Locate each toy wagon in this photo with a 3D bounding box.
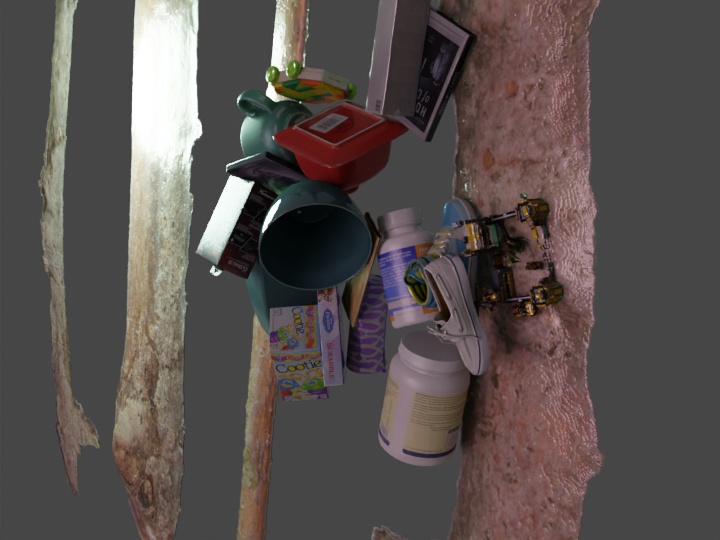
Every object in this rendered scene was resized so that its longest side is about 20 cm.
[{"bbox_3d":[-0.110,-0.363,1.487,0.199,0.154,0.040,4,85,48],"label":"toy wagon"}]

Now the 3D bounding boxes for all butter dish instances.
[{"bbox_3d":[-0.032,-0.214,1.431,0.199,0.199,0.149,32,143,39],"label":"butter dish"}]

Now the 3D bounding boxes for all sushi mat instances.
[{"bbox_3d":[0.000,0.000,1.395,0.096,0.012,0.202,-115,34,-51],"label":"sushi mat"}]

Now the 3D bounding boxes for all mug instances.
[{"bbox_3d":[-0.164,-0.275,1.543,0.114,0.184,0.154,-5,77,45],"label":"mug"}]

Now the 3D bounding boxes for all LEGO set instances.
[{"bbox_3d":[0.225,-0.017,1.191,0.153,0.115,0.203,0,97,49],"label":"LEGO set"}]

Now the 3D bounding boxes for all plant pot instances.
[{"bbox_3d":[-0.167,0.038,1.614,0.141,0.140,0.203,-146,50,-59],"label":"plant pot"},{"bbox_3d":[-0.085,-0.083,1.351,0.201,0.198,0.136,-58,28,36],"label":"plant pot"}]

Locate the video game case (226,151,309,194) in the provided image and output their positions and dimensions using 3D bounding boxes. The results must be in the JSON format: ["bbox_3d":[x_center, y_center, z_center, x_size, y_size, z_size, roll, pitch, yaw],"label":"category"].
[{"bbox_3d":[-0.154,-0.187,1.537,0.142,0.198,0.019,-7,70,48],"label":"video game case"}]

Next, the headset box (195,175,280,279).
[{"bbox_3d":[-0.252,-0.081,1.535,0.148,0.077,0.202,22,86,59],"label":"headset box"}]

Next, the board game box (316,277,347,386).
[{"bbox_3d":[-0.054,0.111,1.494,0.200,0.041,0.203,-75,-19,-87],"label":"board game box"}]

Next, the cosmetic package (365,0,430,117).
[{"bbox_3d":[0.064,-0.373,1.310,0.050,0.082,0.203,26,114,46],"label":"cosmetic package"}]

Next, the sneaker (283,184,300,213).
[{"bbox_3d":[-0.133,-0.142,1.545,0.199,0.083,0.075,-11,50,47],"label":"sneaker"}]

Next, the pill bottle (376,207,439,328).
[{"bbox_3d":[0.090,-0.005,1.352,0.111,0.111,0.203,-17,84,48],"label":"pill bottle"}]

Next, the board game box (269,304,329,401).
[{"bbox_3d":[-0.122,0.171,1.540,0.201,0.101,0.106,86,-179,-52],"label":"board game box"}]

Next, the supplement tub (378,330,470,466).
[{"bbox_3d":[0.114,0.225,1.336,0.144,0.144,0.203,27,116,42],"label":"supplement tub"}]

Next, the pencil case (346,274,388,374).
[{"bbox_3d":[0.020,0.107,1.476,0.084,0.084,0.203,8,107,11],"label":"pencil case"}]

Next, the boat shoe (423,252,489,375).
[{"bbox_3d":[0.142,0.081,1.201,0.074,0.085,0.205,15,124,67],"label":"boat shoe"}]

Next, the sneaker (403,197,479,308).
[{"bbox_3d":[0.132,-0.029,1.270,0.079,0.129,0.203,-19,70,60],"label":"sneaker"}]

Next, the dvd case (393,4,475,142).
[{"bbox_3d":[0.111,-0.354,1.338,0.150,0.025,0.202,46,127,34],"label":"dvd case"}]
